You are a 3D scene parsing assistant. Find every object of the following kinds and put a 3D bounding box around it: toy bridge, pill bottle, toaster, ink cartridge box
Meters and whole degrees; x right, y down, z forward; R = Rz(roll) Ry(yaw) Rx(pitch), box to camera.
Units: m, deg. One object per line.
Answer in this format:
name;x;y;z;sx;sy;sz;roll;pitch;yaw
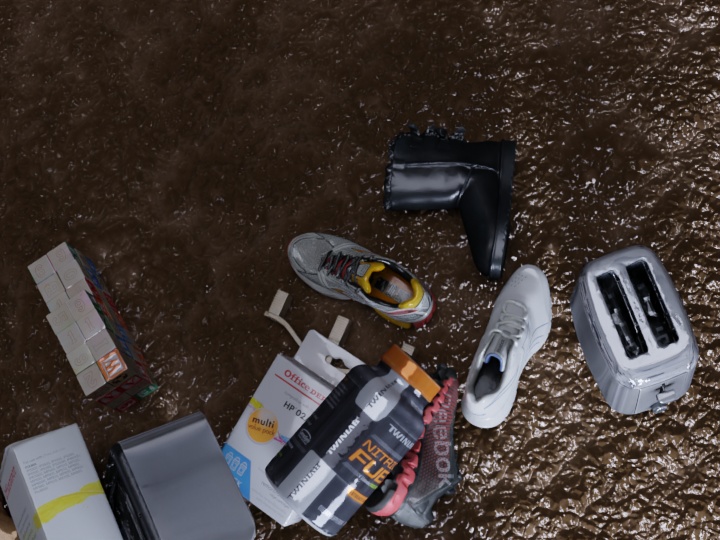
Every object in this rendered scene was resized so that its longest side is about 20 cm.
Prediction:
toy bridge;-0.032;0.089;1.251;0.197;0.027;0.068;22;79;15
pill bottle;-0.003;0.176;1.098;0.106;0.106;0.200;41;87;18
toaster;0.306;0.058;1.152;0.112;0.129;0.203;-18;71;2
ink cartridge box;-0.074;0.179;1.195;0.114;0.068;0.202;30;89;16
toaster;-0.209;0.270;1.134;0.117;0.182;0.202;-20;68;-26
ink cartridge box;-0.335;0.296;1.160;0.082;0.145;0.202;-18;72;-32

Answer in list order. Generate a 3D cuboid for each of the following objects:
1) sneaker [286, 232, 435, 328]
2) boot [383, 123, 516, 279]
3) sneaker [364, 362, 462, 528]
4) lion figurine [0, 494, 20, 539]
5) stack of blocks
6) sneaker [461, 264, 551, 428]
sneaker;0.000;0.000;1.244;0.197;0.082;0.079;21;77;15
boot;0.107;-0.087;1.258;0.159;0.074;0.202;5;67;8
sneaker;0.078;0.207;1.176;0.097;0.071;0.202;37;57;-17
lion figurine;-0.437;0.322;1.232;0.198;0.073;0.124;30;70;2
stack of blocks;-0.335;0.067;1.260;0.058;0.115;0.201;-32;71;-2
sneaker;0.174;0.084;1.188;0.073;0.087;0.203;17;75;16
